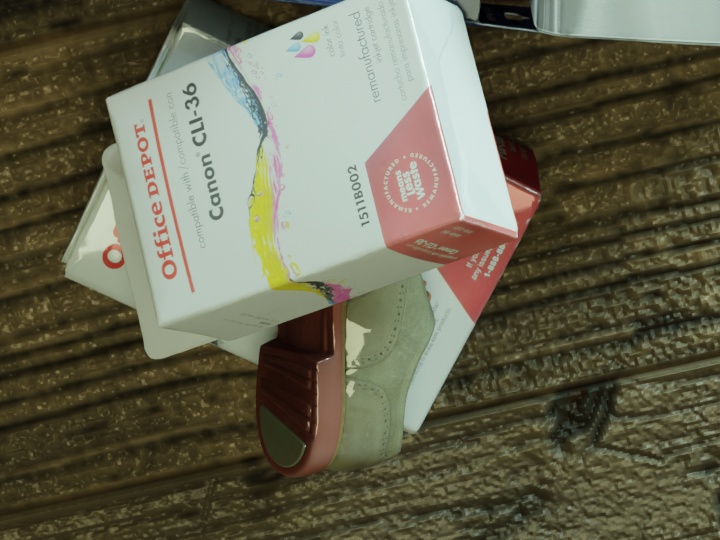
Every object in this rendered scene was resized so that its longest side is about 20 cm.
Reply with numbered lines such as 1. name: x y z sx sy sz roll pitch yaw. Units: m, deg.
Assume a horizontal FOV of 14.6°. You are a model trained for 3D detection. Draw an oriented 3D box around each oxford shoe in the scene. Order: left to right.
1. oxford shoe: 0.000 0.000 1.355 0.075 0.070 0.201 1 106 -35

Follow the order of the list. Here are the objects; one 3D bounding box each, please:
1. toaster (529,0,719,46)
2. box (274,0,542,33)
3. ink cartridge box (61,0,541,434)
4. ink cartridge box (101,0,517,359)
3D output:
1. toaster: 0.168 -0.176 1.293 0.180 0.200 0.119 1 106 0
2. box: -0.009 -0.144 1.348 0.199 0.121 0.033 7 100 -1
3. ink cartridge box: -0.030 -0.031 1.411 0.200 0.083 0.147 25 108 -8
4. ink cartridge box: -0.041 -0.041 1.283 0.200 0.067 0.117 -20 75 24
